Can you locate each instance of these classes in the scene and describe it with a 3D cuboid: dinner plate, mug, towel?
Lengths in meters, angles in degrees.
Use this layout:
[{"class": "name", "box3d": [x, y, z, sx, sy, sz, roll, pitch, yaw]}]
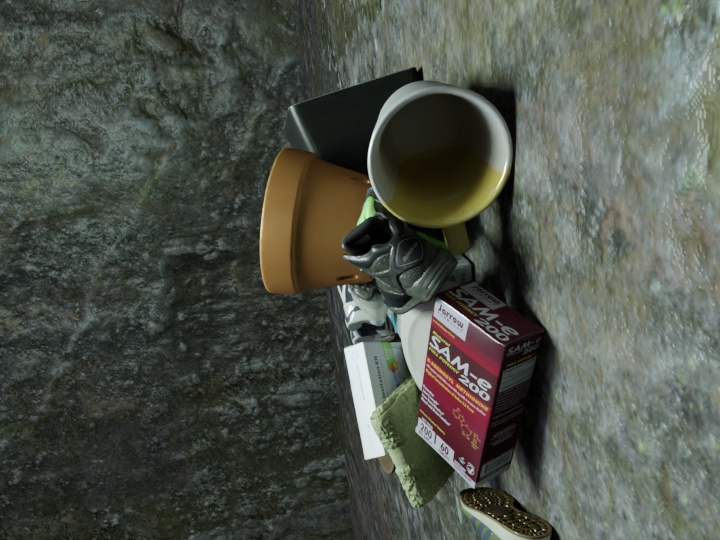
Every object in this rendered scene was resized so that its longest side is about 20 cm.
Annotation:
[{"class": "dinner plate", "box3d": [0.110, 0.109, 0.858, 0.200, 0.024, 0.201, 28, 127, 44]}, {"class": "mug", "box3d": [0.073, -0.129, 0.789, 0.153, 0.149, 0.187, -97, 21, -64]}, {"class": "towel", "box3d": [0.087, 0.217, 0.953, 0.200, 0.036, 0.149, -30, -84, -60]}]

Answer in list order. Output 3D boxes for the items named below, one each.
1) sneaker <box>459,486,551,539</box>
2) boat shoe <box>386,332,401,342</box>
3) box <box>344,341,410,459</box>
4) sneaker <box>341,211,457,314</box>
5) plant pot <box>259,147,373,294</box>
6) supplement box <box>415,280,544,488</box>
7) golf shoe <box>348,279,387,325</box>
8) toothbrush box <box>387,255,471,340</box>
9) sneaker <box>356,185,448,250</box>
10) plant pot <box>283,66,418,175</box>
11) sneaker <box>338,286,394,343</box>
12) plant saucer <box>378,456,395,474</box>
[{"class": "sneaker", "box3d": [0.166, 0.323, 0.822, 0.200, 0.067, 0.090, 164, 103, -79]}, {"class": "boat shoe", "box3d": [0.091, 0.144, 1.237, 0.065, 0.071, 0.200, 47, 172, -3]}, {"class": "box", "box3d": [0.067, 0.183, 1.017, 0.041, 0.200, 0.156, -24, 69, 37]}, {"class": "sneaker", "box3d": [0.036, -0.010, 0.800, 0.114, 0.076, 0.199, 38, 171, 2]}, {"class": "plant pot", "box3d": [-0.044, -0.061, 0.956, 0.200, 0.140, 0.201, 6, -90, -84]}, {"class": "supplement box", "box3d": [0.125, 0.126, 0.768, 0.109, 0.061, 0.200, 38, 134, 43]}, {"class": "golf shoe", "box3d": [0.000, 0.000, 1.079, 0.200, 0.078, 0.097, -104, 4, -48]}, {"class": "toothbrush box", "box3d": [0.093, 0.031, 1.007, 0.200, 0.085, 0.147, -120, 23, -67]}, {"class": "sneaker", "box3d": [0.070, -0.067, 0.894, 0.200, 0.077, 0.084, 10, -98, -58]}, {"class": "plant pot", "box3d": [0.002, -0.186, 1.108, 0.200, 0.200, 0.178, -174, 66, -81]}, {"class": "sneaker", "box3d": [0.009, 0.050, 1.208, 0.199, 0.079, 0.130, 50, -148, -67]}, {"class": "plant saucer", "box3d": [0.044, 0.247, 1.206, 0.200, 0.029, 0.201, 175, 90, -79]}]
